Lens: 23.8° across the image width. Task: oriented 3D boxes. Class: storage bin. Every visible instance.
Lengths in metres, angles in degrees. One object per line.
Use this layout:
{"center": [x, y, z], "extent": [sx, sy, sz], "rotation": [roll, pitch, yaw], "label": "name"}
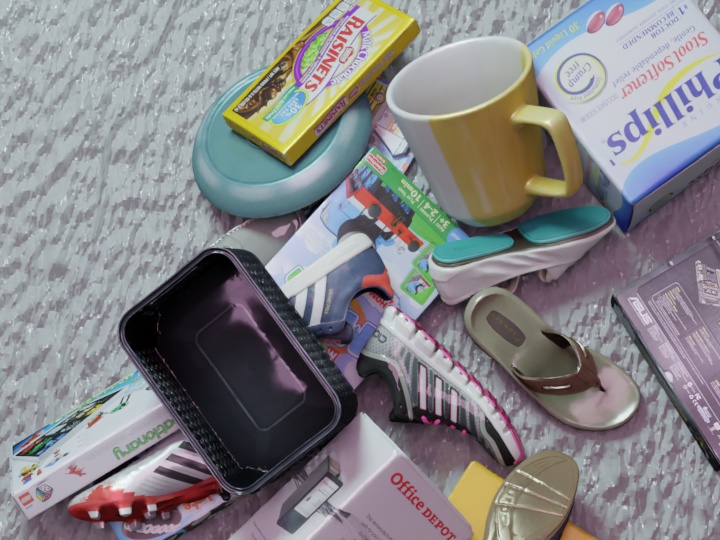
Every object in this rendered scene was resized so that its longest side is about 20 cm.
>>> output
{"center": [-0.111, 0.090, 1.567], "extent": [0.135, 0.094, 0.201], "rotation": [-38, 83, 8], "label": "storage bin"}

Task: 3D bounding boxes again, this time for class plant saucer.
{"center": [-0.086, -0.144, 1.754], "extent": [0.198, 0.027, 0.201], "rotation": [-11, 52, 15], "label": "plant saucer"}

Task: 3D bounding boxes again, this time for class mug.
{"center": [0.121, -0.120, 1.681], "extent": [0.148, 0.154, 0.187], "rotation": [-21, 32, -2], "label": "mug"}

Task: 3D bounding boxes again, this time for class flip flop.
{"center": [0.189, 0.088, 1.673], "extent": [0.200, 0.058, 0.081], "rotation": [39, 83, -7], "label": "flip flop"}

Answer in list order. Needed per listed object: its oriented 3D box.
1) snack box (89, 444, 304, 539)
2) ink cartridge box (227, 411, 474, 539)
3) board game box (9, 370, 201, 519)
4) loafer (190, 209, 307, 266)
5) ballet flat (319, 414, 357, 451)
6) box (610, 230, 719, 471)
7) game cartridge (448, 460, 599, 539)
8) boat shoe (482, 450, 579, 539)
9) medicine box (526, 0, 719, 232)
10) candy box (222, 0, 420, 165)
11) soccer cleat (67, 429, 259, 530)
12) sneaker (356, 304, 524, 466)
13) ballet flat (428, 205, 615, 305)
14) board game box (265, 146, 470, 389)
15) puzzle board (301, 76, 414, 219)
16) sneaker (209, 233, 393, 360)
{"center": [-0.169, 0.190, 1.706], "extent": [0.199, 0.037, 0.117], "rotation": [-31, 75, -3], "label": "snack box"}
{"center": [-0.014, 0.257, 1.603], "extent": [0.200, 0.146, 0.084], "rotation": [-43, 36, -3], "label": "ink cartridge box"}
{"center": [-0.252, 0.158, 1.681], "extent": [0.199, 0.126, 0.035], "rotation": [-31, 109, -3], "label": "board game box"}
{"center": [-0.135, 0.003, 1.733], "extent": [0.200, 0.070, 0.070], "rotation": [-43, 80, -4], "label": "loafer"}
{"center": [-0.021, 0.153, 1.697], "extent": [0.066, 0.057, 0.200], "rotation": [-43, 79, 27], "label": "ballet flat"}
{"center": [0.364, 0.071, 1.681], "extent": [0.158, 0.048, 0.201], "rotation": [-30, 75, -4], "label": "box"}
{"center": [0.146, 0.310, 1.650], "extent": [0.199, 0.032, 0.177], "rotation": [32, 80, 15], "label": "game cartridge"}
{"center": [0.151, 0.263, 1.614], "extent": [0.071, 0.065, 0.201], "rotation": [16, 58, 20], "label": "boat shoe"}
{"center": [0.283, -0.177, 1.727], "extent": [0.182, 0.103, 0.201], "rotation": [-35, 74, -4], "label": "medicine box"}
{"center": [-0.040, -0.202, 1.743], "extent": [0.102, 0.026, 0.200], "rotation": [34, 74, 34], "label": "candy box"}
{"center": [-0.189, 0.193, 1.657], "extent": [0.198, 0.069, 0.086], "rotation": [-15, 66, -2], "label": "soccer cleat"}
{"center": [0.073, 0.130, 1.677], "extent": [0.200, 0.074, 0.087], "rotation": [44, 94, 1], "label": "sneaker"}
{"center": [0.162, -0.012, 1.713], "extent": [0.198, 0.070, 0.070], "rotation": [-15, 74, -13], "label": "ballet flat"}
{"center": [0.000, 0.000, 1.721], "extent": [0.151, 0.037, 0.200], "rotation": [42, 83, -5], "label": "board game box"}
{"center": [-0.029, -0.120, 1.787], "extent": [0.150, 0.017, 0.201], "rotation": [29, 80, 12], "label": "puzzle board"}
{"center": [-0.055, 0.050, 1.655], "extent": [0.199, 0.075, 0.085], "rotation": [-35, 89, -5], "label": "sneaker"}
